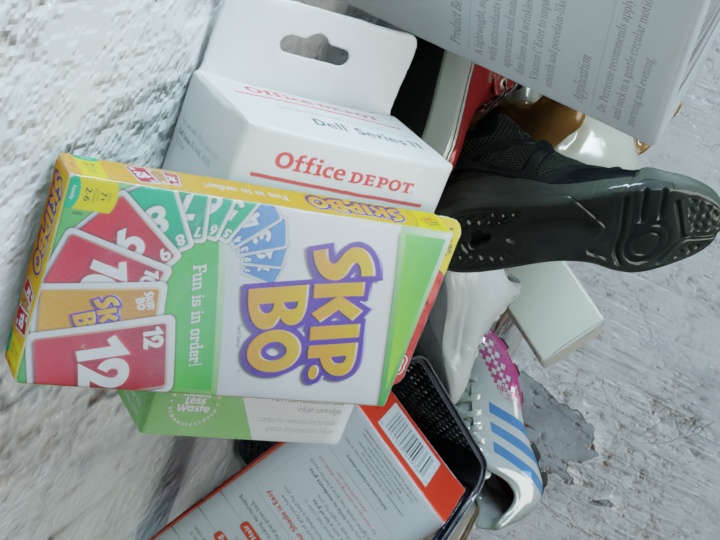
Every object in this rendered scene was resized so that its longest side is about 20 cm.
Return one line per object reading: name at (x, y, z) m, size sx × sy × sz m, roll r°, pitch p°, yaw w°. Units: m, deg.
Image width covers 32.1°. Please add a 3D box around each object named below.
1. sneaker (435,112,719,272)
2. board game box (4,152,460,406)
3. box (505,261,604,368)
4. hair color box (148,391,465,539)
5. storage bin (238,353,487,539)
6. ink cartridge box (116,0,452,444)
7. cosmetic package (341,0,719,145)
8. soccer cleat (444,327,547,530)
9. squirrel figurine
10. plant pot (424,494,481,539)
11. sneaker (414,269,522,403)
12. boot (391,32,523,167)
sneaker at (0.132, -0.055, 0.813) m, size 0.115 × 0.198 × 0.077 m, roll -101°, pitch -169°, yaw -50°
board game box at (-0.046, 0.010, 0.551) m, size 0.199 × 0.030 × 0.096 m, roll 6°, pitch 116°, yaw -34°
box at (0.138, -0.015, 1.129) m, size 0.068 × 0.201 × 0.082 m, roll -33°, pitch 165°, yaw 4°
hair color box at (-0.042, 0.164, 0.811) m, size 0.200 × 0.102 × 0.061 m, roll -37°, pitch 178°, yaw 21°
storage bin at (0.007, 0.150, 1.000) m, size 0.136 × 0.093 × 0.200 m, roll -53°, pitch 141°, yaw -19°
ink cartridge box at (-0.036, -0.020, 0.597) m, size 0.116 × 0.067 × 0.201 m, roll 8°, pitch 114°, yaw -33°
cosmetic package at (0.104, -0.202, 0.621) m, size 0.166 × 0.199 × 0.165 m, roll -58°, pitch 167°, yaw -19°
soccer cleat at (0.105, 0.133, 1.101) m, size 0.070 × 0.201 × 0.086 m, roll -14°, pitch -168°, yaw 46°
squirrel figurine at (0.108, -0.113, 0.945) m, size 0.142 × 0.186 × 0.200 m, roll -59°, pitch -165°, yaw -22°
plant pot at (0.018, 0.217, 1.181) m, size 0.201 × 0.173 × 0.200 m, roll -58°, pitch 167°, yaw -21°
sneaker at (0.087, 0.034, 0.991) m, size 0.088 × 0.075 × 0.201 m, roll -26°, pitch 148°, yaw -21°
boot at (0.096, -0.118, 0.784) m, size 0.072 × 0.144 × 0.201 m, roll -27°, pitch -140°, yaw 52°
